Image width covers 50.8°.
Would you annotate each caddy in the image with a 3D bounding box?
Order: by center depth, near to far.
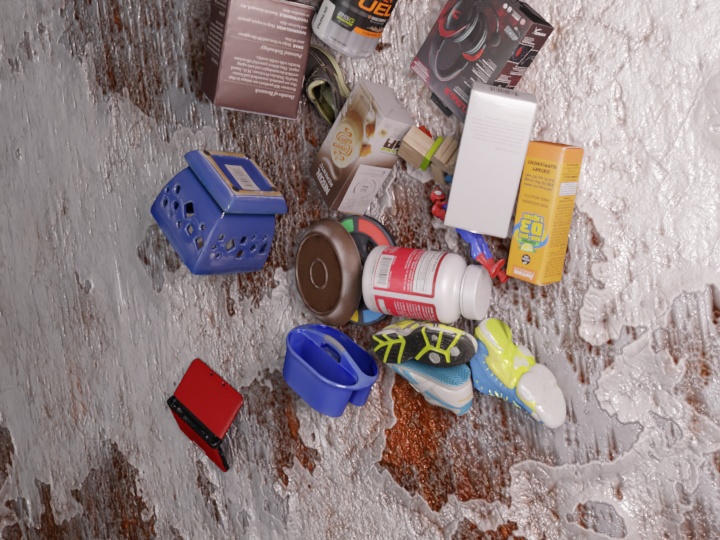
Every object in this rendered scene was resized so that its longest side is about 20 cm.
[{"bbox_3d":[-0.057,0.175,1.412,0.199,0.140,0.107,35,123,32],"label":"caddy"}]

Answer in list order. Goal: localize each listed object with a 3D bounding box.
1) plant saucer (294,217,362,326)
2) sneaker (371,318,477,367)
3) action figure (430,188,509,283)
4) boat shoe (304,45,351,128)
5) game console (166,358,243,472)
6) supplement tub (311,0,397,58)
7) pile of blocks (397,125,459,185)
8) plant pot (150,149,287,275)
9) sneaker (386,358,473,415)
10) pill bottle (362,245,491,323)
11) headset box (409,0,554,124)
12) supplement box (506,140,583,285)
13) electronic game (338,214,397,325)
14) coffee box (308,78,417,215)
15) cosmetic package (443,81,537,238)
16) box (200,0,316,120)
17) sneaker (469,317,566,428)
[{"bbox_3d":[-0.069,0.005,1.427,0.198,0.032,0.206,13,106,50],"label":"plant saucer"},{"bbox_3d":[0.109,0.108,1.252,0.196,0.076,0.077,2,119,40],"label":"sneaker"},{"bbox_3d":[0.171,-0.065,1.212,0.052,0.065,0.201,-55,52,19],"label":"action figure"},{"bbox_3d":[-0.068,-0.338,1.393,0.072,0.065,0.203,-48,64,39],"label":"boat shoe"},{"bbox_3d":[-0.354,0.342,1.793,0.198,0.118,0.175,31,147,36],"label":"game console"},{"bbox_3d":[0.006,-0.473,1.267,0.123,0.121,0.203,46,124,27],"label":"supplement tub"},{"bbox_3d":[0.153,-0.182,1.230,0.197,0.083,0.063,30,72,26],"label":"pile of blocks"},{"bbox_3d":[-0.277,-0.126,1.537,0.201,0.198,0.181,49,119,26],"label":"plant pot"},{"bbox_3d":[0.111,0.181,1.301,0.198,0.076,0.082,27,139,48],"label":"sneaker"},{"bbox_3d":[0.109,0.024,1.243,0.195,0.112,0.116,8,102,27],"label":"pill bottle"},{"bbox_3d":[0.176,-0.331,1.163,0.150,0.074,0.202,51,126,24],"label":"headset box"},{"bbox_3d":[0.271,-0.084,1.120,0.066,0.068,0.206,18,109,39],"label":"supplement box"},{"bbox_3d":[0.000,0.000,1.399,0.197,0.041,0.206,8,102,42],"label":"electronic game"},{"bbox_3d":[0.001,-0.212,1.327,0.202,0.078,0.116,-57,46,32],"label":"coffee box"},{"bbox_3d":[0.189,-0.162,1.115,0.099,0.074,0.205,13,113,5],"label":"cosmetic package"},{"bbox_3d":[-0.193,-0.407,1.400,0.166,0.160,0.205,-131,49,-59],"label":"box"},{"bbox_3d":[0.239,0.177,1.195,0.202,0.074,0.106,59,141,28],"label":"sneaker"}]
